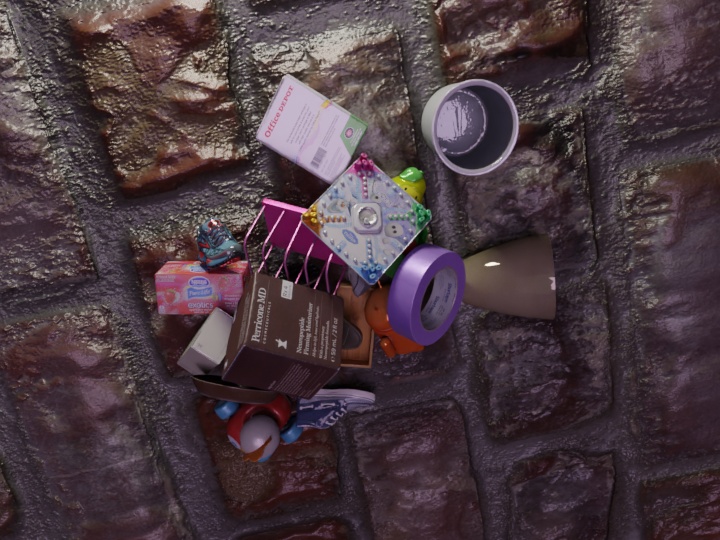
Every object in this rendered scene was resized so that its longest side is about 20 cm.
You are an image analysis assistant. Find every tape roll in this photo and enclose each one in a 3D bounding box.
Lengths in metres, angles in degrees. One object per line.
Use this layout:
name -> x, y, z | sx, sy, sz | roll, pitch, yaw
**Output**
tape roll -> 0.141, 0.050, 1.172 | 0.065, 0.198, 0.205 | 21, 111, 37

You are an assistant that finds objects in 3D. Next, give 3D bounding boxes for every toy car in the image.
toy car -> -0.250, 0.389, 1.322 | 0.175, 0.201, 0.186 | -34, 105, 9

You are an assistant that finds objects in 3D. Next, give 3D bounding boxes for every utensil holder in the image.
utensil holder -> 0.209, -0.293, 1.127 | 0.165, 0.201, 0.175 | -1, 107, -2

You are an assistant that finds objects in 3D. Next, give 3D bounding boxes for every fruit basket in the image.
fruit basket -> 0.069, -0.116, 1.203 | 0.210, 0.157, 0.219 | 8, 131, 10

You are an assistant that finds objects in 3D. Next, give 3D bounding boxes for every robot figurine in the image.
robot figurine -> 0.082, 0.113, 1.273 | 0.144, 0.116, 0.201 | -45, 129, -6

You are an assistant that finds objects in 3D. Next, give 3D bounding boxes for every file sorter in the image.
file sorter -> -0.131, -0.037, 1.178 | 0.195, 0.127, 0.140 | 15, 145, 12

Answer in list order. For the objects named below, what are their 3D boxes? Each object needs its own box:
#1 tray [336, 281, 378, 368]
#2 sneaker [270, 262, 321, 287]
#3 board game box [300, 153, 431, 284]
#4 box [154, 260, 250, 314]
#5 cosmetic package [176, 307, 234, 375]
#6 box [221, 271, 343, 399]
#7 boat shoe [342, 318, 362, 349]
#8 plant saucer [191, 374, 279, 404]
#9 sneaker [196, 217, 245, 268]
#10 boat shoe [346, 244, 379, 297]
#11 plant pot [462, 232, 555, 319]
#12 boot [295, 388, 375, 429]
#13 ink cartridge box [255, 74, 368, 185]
tray -> -0.014, 0.131, 1.337 | 0.096, 0.037, 0.205 | 4, 108, -3
sneaker -> -0.176, 0.054, 1.276 | 0.197, 0.070, 0.091 | -27, 144, -27
board game box -> 0.014, -0.109, 1.114 | 0.199, 0.026, 0.200 | 41, 72, 8
box -> -0.352, 0.037, 1.263 | 0.194, 0.100, 0.098 | 0, 108, -1
cosmetic package -> -0.340, 0.166, 1.245 | 0.072, 0.199, 0.105 | 35, 61, -12
box -> -0.154, 0.137, 1.125 | 0.196, 0.169, 0.165 | 17, 142, -21
boat shoe -> -0.080, 0.124, 1.289 | 0.196, 0.068, 0.074 | 18, 104, 14
plant saucer -> -0.266, 0.257, 1.198 | 0.195, 0.200, 0.035 | 9, 83, -4
sneaker -> -0.311, -0.062, 1.190 | 0.078, 0.198, 0.098 | -19, 107, -32
boat shoe -> 0.000, 0.000, 1.198 | 0.072, 0.200, 0.066 | -40, 78, -10
plant pot -> 0.324, 0.018, 1.251 | 0.194, 0.188, 0.192 | -3, 108, 12
boot -> -0.062, 0.341, 1.363 | 0.194, 0.073, 0.093 | 0, 66, 5
ink cartridge box -> -0.101, -0.295, 1.177 | 0.197, 0.084, 0.147 | 29, 104, -10
